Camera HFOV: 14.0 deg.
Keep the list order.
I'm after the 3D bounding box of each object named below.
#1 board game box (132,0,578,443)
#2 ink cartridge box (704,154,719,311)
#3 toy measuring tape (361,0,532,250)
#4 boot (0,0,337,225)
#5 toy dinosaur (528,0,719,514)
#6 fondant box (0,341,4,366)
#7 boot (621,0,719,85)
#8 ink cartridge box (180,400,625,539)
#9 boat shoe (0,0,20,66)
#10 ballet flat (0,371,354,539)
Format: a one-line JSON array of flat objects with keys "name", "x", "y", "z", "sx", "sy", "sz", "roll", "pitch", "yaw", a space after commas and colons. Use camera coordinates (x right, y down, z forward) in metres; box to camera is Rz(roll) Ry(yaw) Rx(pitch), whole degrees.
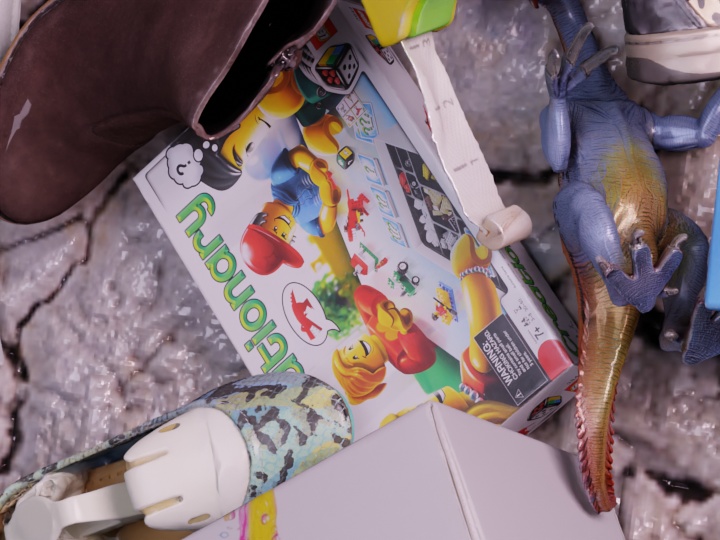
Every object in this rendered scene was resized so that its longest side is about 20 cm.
[{"name": "board game box", "x": 0.000, "y": 0.000, "z": 1.248, "sx": 0.126, "sy": 0.035, "sz": 0.201, "roll": -41, "pitch": 67, "yaw": 20}, {"name": "ink cartridge box", "x": 0.240, "y": -0.005, "z": 1.067, "sx": 0.199, "sy": 0.116, "sz": 0.068, "roll": 5, "pitch": 87, "yaw": 30}, {"name": "toy measuring tape", "x": 0.039, "y": -0.110, "z": 1.155, "sx": 0.073, "sy": 0.073, "sz": 0.201, "roll": -22, "pitch": 90, "yaw": 25}, {"name": "boot", "x": -0.090, "y": -0.084, "z": 1.243, "sx": 0.200, "sy": 0.072, "sz": 0.166, "roll": -53, "pitch": 23, "yaw": 7}, {"name": "toy dinosaur", "x": 0.086, "y": -0.043, "z": 1.170, "sx": 0.201, "sy": 0.105, "sz": 0.182, "roll": -56, "pitch": 36, "yaw": 20}, {"name": "fondant box", "x": -0.241, "y": -0.049, "z": 1.326, "sx": 0.058, "sy": 0.144, "sz": 0.201, "roll": -20, "pitch": 75, "yaw": 26}, {"name": "boot", "x": 0.180, "y": -0.161, "z": 1.088, "sx": 0.199, "sy": 0.073, "sz": 0.152, "roll": -15, "pitch": 98, "yaw": -1}, {"name": "ink cartridge box", "x": 0.006, "y": 0.170, "z": 1.155, "sx": 0.199, "sy": 0.146, "sz": 0.147, "roll": -30, "pitch": 63, "yaw": 22}, {"name": "boat shoe", "x": -0.175, "y": -0.171, "z": 1.350, "sx": 0.086, "sy": 0.075, "sz": 0.203, "roll": -26, "pitch": 63, "yaw": 22}, {"name": "ballet flat", "x": -0.090, "y": 0.097, "z": 1.247, "sx": 0.199, "sy": 0.074, "sz": 0.075, "roll": -28, "pitch": 71, "yaw": 37}]
